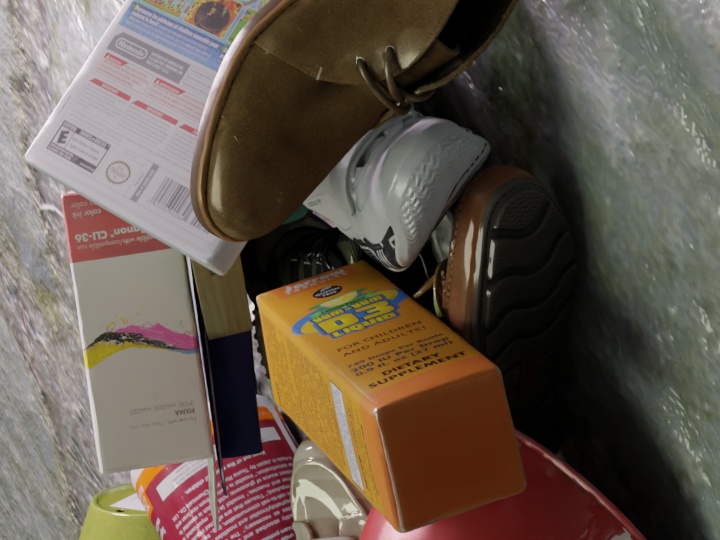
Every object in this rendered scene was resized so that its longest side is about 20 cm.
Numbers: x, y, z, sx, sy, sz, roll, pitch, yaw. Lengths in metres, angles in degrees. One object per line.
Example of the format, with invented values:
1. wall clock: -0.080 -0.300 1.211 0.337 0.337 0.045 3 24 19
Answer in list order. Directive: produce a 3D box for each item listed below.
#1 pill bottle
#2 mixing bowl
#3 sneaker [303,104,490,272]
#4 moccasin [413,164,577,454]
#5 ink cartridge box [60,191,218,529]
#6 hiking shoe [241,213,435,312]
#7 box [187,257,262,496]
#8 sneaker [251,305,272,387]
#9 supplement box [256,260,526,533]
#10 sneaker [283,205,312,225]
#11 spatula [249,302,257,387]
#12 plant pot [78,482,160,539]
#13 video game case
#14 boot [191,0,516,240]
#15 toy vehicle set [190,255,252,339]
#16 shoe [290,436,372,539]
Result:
1. pill bottle: -0.063 0.191 1.616 0.200 0.113 0.113 59 158 24
2. mixing bowl: 0.066 0.176 1.201 0.200 0.108 0.200 38 157 20
3. sneaker: -0.007 -0.058 1.176 0.115 0.075 0.200 35 175 0
4. moccasin: 0.064 0.021 1.192 0.078 0.074 0.201 43 159 32
5. ink cartridge box: -0.126 0.049 1.404 0.116 0.067 0.200 -153 55 -85
6. hiking shoe: 0.000 0.000 1.344 0.200 0.076 0.101 42 137 37
7. box: -0.085 0.025 1.470 0.121 0.032 0.200 88 174 -48
8. sneaker: 0.007 0.074 1.401 0.090 0.075 0.200 -38 70 46
9. supplement box: 0.010 0.056 1.160 0.200 0.066 0.069 -145 39 -68
10. sneaker: -0.051 -0.109 1.299 0.091 0.078 0.200 -92 -11 -53
11. spatula: -0.074 0.039 1.619 0.200 0.021 0.057 101 148 -57
12. plant pot: -0.156 0.271 1.884 0.187 0.187 0.200 -159 65 -63
13. video game case: -0.062 -0.110 1.174 0.143 0.200 0.018 28 174 38
14. boot: 0.000 -0.091 1.065 0.074 0.200 0.075 31 -174 -47
15. toy vehicle set: -0.090 -0.063 1.302 0.200 0.026 0.124 85 172 -61
16. shoe: 0.007 0.185 1.340 0.070 0.053 0.200 -20 93 36
